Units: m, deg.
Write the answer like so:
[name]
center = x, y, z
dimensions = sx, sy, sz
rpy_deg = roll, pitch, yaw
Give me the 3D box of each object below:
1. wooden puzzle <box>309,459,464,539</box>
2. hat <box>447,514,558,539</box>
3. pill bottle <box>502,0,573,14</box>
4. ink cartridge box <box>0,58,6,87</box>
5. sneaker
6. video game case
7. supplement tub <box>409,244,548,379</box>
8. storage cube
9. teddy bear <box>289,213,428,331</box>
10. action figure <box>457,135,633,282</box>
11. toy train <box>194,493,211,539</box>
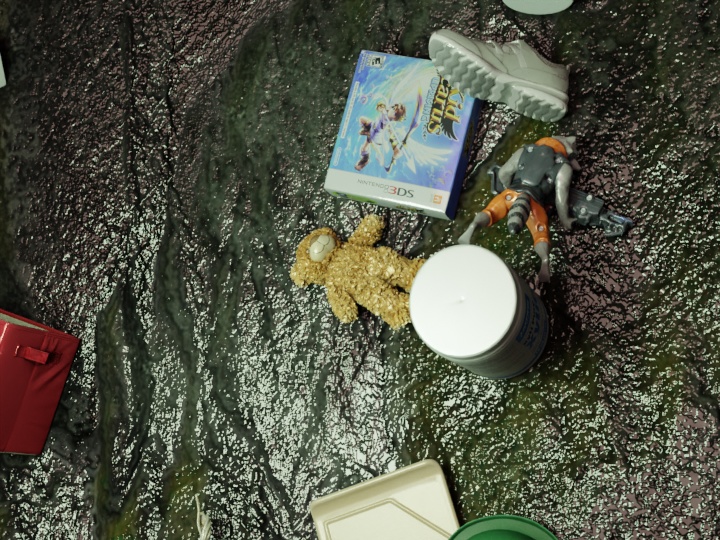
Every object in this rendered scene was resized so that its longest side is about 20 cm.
[wooden puzzle]
center = 0.046, 0.359, 1.330
dimensions = 0.183, 0.037, 0.203
rpy_deg = -22, 77, 14
[hat]
center = 0.173, 0.359, 1.187
dimensions = 0.196, 0.176, 0.169
rpy_deg = 0, 78, 7
[pill bottle]
center = 0.236, -0.446, 1.380
dimensions = 0.111, 0.113, 0.204
rpy_deg = 3, 79, 21
[ink cartridge box]
center = -0.680, -0.314, 1.660
dimensions = 0.199, 0.087, 0.146
rpy_deg = -35, 64, -30
[sneaker]
center = 0.179, -0.263, 1.365
dimensions = 0.197, 0.075, 0.083
rpy_deg = 24, 68, -13
[video game case]
center = 0.061, -0.184, 1.428
dimensions = 0.179, 0.045, 0.203
rpy_deg = 13, 83, 21
[supplement tub]
center = 0.145, 0.054, 1.263
dimensions = 0.130, 0.200, 0.134
rpy_deg = -4, 78, 19
[storage cube]
center = -0.538, 0.147, 1.515
dimensions = 0.197, 0.171, 0.183
rpy_deg = 17, 86, 22
[teddy bear]
center = 0.000, 0.000, 1.401
dimensions = 0.200, 0.067, 0.146
rpy_deg = 41, 92, 22
[action figure]
center = 0.233, -0.086, 1.303
dimensions = 0.197, 0.105, 0.195
rpy_deg = 17, 60, 18
[toy train]
center = -0.155, 0.385, 1.376
dimensions = 0.114, 0.085, 0.204
rpy_deg = -8, 76, 8
